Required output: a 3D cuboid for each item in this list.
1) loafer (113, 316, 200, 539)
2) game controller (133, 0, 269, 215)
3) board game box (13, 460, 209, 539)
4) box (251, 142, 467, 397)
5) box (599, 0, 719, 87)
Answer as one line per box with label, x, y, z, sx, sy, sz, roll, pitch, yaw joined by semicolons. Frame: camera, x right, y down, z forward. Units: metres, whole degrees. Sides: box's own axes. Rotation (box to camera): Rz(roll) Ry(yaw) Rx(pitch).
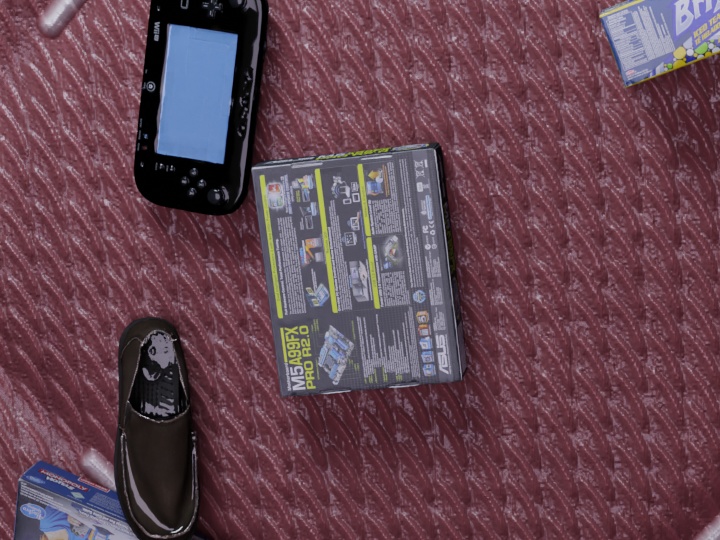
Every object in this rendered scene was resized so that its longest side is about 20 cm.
loafer;-0.176;0.138;1.724;0.072;0.071;0.201;-7;85;-10
game controller;-0.135;-0.149;1.709;0.104;0.042;0.201;9;100;8
board game box;-0.234;0.301;1.793;0.199;0.062;0.201;22;103;5
box;0.000;0.000;1.712;0.159;0.044;0.201;-6;98;11
box;0.294;-0.212;1.614;0.199;0.070;0.065;-20;97;12
